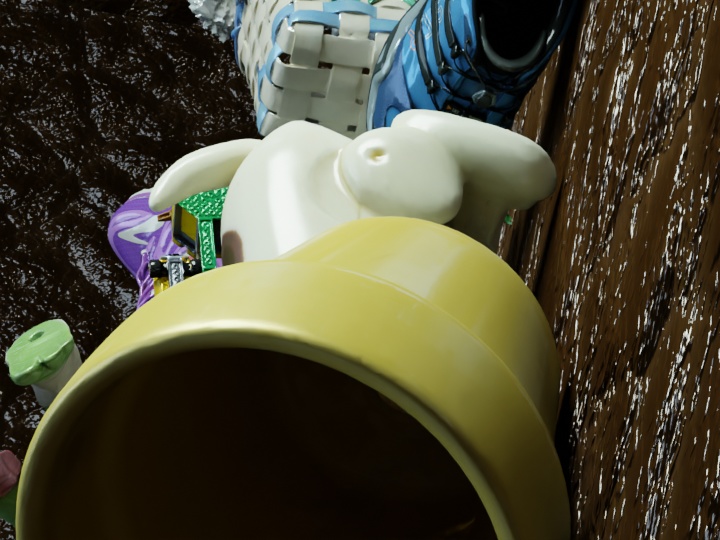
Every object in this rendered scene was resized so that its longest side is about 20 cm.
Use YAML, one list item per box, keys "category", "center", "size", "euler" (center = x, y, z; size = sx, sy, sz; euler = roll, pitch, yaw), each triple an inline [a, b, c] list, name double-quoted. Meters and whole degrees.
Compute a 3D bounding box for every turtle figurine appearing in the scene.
- category: "turtle figurine"
  center: [-0.140, 0.139, 1.419]
  size: [0.194, 0.144, 0.200]
  euler: [59, -135, -21]

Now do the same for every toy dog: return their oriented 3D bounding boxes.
- category: "toy dog"
  center: [-0.019, 0.025, 1.310]
  size: [0.200, 0.194, 0.140]
  euler: [-64, 1, -39]

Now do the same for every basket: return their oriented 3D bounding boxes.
- category: "basket"
  center: [0.009, -0.160, 1.737]
  size: [0.200, 0.176, 0.139]
  euler: [-98, 19, -53]

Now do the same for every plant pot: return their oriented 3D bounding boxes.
- category: "plant pot"
  center: [-0.006, 0.073, 1.122]
  size: [0.189, 0.201, 0.201]
  euler: [-52, -24, -60]

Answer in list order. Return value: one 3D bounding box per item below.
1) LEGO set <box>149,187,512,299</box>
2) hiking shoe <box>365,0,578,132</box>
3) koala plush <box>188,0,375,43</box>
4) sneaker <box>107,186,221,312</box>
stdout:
- category: "LEGO set"
  center: [-0.013, 0.024, 1.492]
  size: [0.116, 0.200, 0.154]
  euler: [101, 157, -58]
- category: "hiking shoe"
  center: [0.052, -0.103, 1.394]
  size: [0.087, 0.074, 0.200]
  euler: [-94, 21, -65]
- category: "koala plush"
  center: [-0.012, -0.215, 1.980]
  size: [0.184, 0.200, 0.178]
  euler: [105, 174, -65]
- category: "sneaker"
  center: [-0.114, 0.014, 1.833]
  size: [0.200, 0.083, 0.081]
  euler: [47, 140, 46]
